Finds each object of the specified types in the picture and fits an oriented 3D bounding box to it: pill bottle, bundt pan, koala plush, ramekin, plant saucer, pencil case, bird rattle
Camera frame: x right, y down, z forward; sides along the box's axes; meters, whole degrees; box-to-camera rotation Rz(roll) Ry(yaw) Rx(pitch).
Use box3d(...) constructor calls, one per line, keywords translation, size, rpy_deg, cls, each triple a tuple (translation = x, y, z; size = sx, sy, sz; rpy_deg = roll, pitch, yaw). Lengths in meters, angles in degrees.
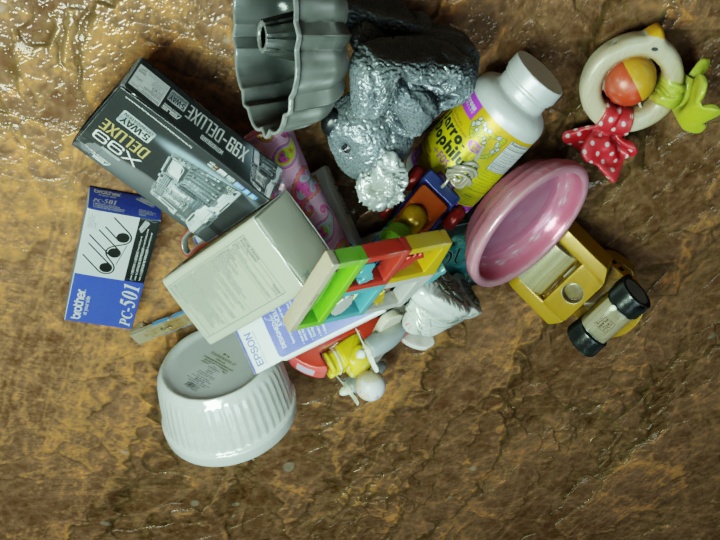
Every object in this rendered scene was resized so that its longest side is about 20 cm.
box3d(translation=(0.152, -0.168, 1.168), size=(0.103, 0.105, 0.200), rpy_deg=(23, 125, -32), cls="pill bottle")
box3d(translation=(-0.067, -0.241, 0.985), size=(0.074, 0.204, 0.204), rpy_deg=(-6, 137, -23), cls="bundt pan")
box3d(translation=(0.027, -0.181, 1.082), size=(0.180, 0.179, 0.202), rpy_deg=(0, 132, -27), cls="koala plush")
box3d(translation=(-0.193, 0.166, 1.354), size=(0.196, 0.202, 0.107), rpy_deg=(-11, 126, -2), cls="ramekin")
box3d(translation=(0.208, -0.069, 1.240), size=(0.199, 0.051, 0.202), rpy_deg=(-31, 151, -19), cls="plant saucer")
box3d(translation=(-0.080, -0.078, 1.148), size=(0.086, 0.088, 0.203), rpy_deg=(-24, 99, 12), cls="pencil case")
box3d(translation=(0.337, -0.220, 1.196), size=(0.197, 0.114, 0.164), rpy_deg=(-20, 125, 25), cls="bird rattle")

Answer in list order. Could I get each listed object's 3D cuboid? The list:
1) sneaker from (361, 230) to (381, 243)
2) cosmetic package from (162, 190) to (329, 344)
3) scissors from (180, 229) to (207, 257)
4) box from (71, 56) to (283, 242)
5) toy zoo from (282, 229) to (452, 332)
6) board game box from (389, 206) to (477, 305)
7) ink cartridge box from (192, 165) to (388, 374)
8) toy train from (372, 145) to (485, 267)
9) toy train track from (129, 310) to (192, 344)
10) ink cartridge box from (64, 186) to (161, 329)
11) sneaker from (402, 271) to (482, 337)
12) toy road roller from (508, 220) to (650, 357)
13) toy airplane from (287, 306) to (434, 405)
box3d(translation=(0.000, 0.000, 1.298), size=(0.196, 0.101, 0.075), rpy_deg=(-2, 147, -9), cls="sneaker")
box3d(translation=(-0.133, 0.000, 1.122), size=(0.198, 0.071, 0.106), rpy_deg=(-26, 104, 42), cls="cosmetic package")
box3d(translation=(-0.163, -0.047, 1.176), size=(0.014, 0.074, 0.199), rpy_deg=(-20, 171, -44), cls="scissors")
box3d(translation=(-0.208, -0.129, 1.080), size=(0.199, 0.050, 0.157), rpy_deg=(38, 145, -21), cls="box")
box3d(translation=(0.019, 0.009, 1.077), size=(0.197, 0.021, 0.132), rpy_deg=(-12, 151, -36), cls="toy zoo")
box3d(translation=(0.139, -0.027, 1.308), size=(0.197, 0.028, 0.137), rpy_deg=(-15, 140, -32), cls="board game box")
box3d(translation=(-0.088, 0.001, 1.232), size=(0.197, 0.201, 0.047), rpy_deg=(-25, 179, 16), cls="ink cartridge box")
box3d(translation=(0.065, -0.063, 1.109), size=(0.085, 0.116, 0.200), rpy_deg=(42, 145, 2), cls="toy train")
box3d(translation=(-0.237, 0.054, 1.347), size=(0.197, 0.033, 0.115), rpy_deg=(-21, 135, 18), cls="toy train track")
box3d(translation=(-0.323, -0.012, 1.248), size=(0.092, 0.045, 0.202), rpy_deg=(9, 132, -20), cls="ink cartridge box")
box3d(translation=(0.092, 0.051, 1.246), size=(0.099, 0.079, 0.199), rpy_deg=(-35, 159, 13), cls="sneaker")
box3d(translation=(0.326, 0.012, 1.401), size=(0.200, 0.146, 0.123), rpy_deg=(43, 121, 1), cls="toy road roller")
box3d(translation=(0.017, 0.119, 1.391), size=(0.197, 0.144, 0.199), rpy_deg=(-25, 154, 26), cls="toy airplane")
